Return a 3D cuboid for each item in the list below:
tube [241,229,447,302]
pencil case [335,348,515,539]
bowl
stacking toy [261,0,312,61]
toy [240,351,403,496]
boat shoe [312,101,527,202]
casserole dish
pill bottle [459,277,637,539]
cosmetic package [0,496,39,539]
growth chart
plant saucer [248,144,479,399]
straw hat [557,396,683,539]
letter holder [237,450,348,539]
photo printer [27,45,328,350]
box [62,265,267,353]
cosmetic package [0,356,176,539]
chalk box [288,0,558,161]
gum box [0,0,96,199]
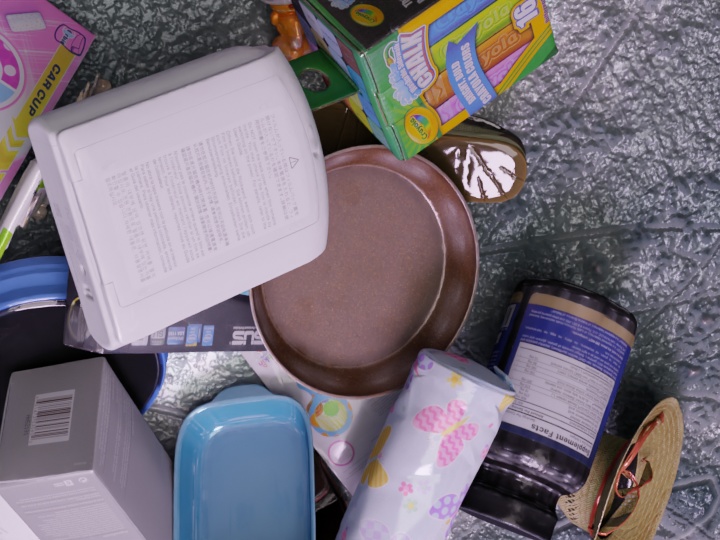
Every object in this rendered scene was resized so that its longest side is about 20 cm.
[{"bbox_3d":[-0.004,-0.004,1.146,0.198,0.050,0.079,11,82,-32],"label":"tube"},{"bbox_3d":[0.050,0.163,1.109,0.090,0.083,0.202,21,95,-13],"label":"pencil case"},{"bbox_3d":[-0.248,0.074,1.113,0.198,0.040,0.202,-10,137,-10],"label":"bowl"},{"bbox_3d":[-0.059,-0.248,1.083,0.115,0.110,0.203,-17,120,-21],"label":"stacking toy"},{"bbox_3d":[-0.009,0.094,1.207,0.115,0.047,0.201,-37,103,6],"label":"toy"},{"bbox_3d":[0.039,-0.101,1.153,0.197,0.065,0.074,14,115,5],"label":"boat shoe"},{"bbox_3d":[-0.092,0.194,1.152,0.119,0.039,0.203,-8,65,9],"label":"casserole dish"},{"bbox_3d":[0.151,0.117,1.177,0.111,0.112,0.202,24,80,-16],"label":"pill bottle"},{"bbox_3d":[-0.363,0.192,1.166,0.199,0.052,0.151,37,101,-17],"label":"cosmetic package"},{"bbox_3d":[-0.234,-0.072,1.046,0.018,0.200,0.146,29,108,-8],"label":"growth chart"},{"bbox_3d":[0.000,0.000,1.109,0.198,0.034,0.203,-6,103,-24],"label":"plant saucer"},{"bbox_3d":[0.211,0.188,1.249,0.084,0.200,0.204,20,105,28],"label":"straw hat"},{"bbox_3d":[-0.091,0.268,1.190,0.198,0.142,0.101,-30,109,-1],"label":"letter holder"},{"bbox_3d":[-0.114,-0.058,0.977,0.198,0.069,0.169,-25,113,-27],"label":"photo printer"},{"bbox_3d":[-0.134,-0.020,1.080,0.199,0.049,0.164,4,94,-51],"label":"box"},{"bbox_3d":[-0.206,0.171,1.112,0.089,0.108,0.201,-9,138,7],"label":"cosmetic package"},{"bbox_3d":[0.029,-0.180,1.061,0.199,0.125,0.124,-35,141,-7],"label":"chalk box"},{"bbox_3d":[-0.286,-0.132,1.028,0.113,0.202,0.066,34,141,-18],"label":"gum box"}]
